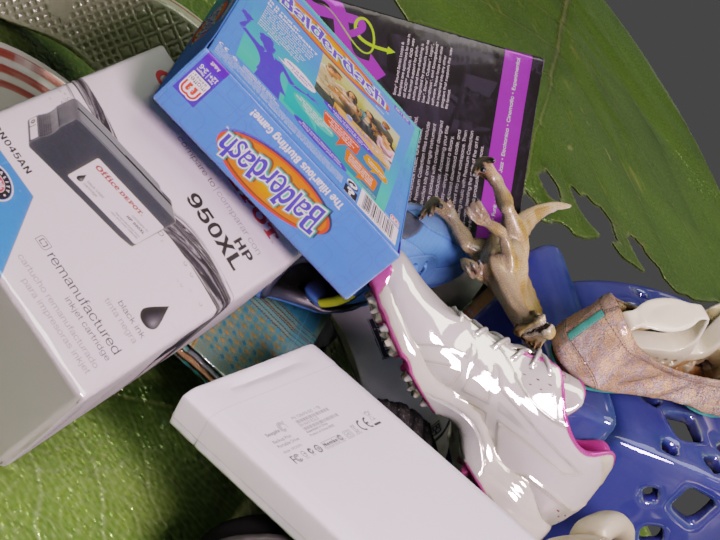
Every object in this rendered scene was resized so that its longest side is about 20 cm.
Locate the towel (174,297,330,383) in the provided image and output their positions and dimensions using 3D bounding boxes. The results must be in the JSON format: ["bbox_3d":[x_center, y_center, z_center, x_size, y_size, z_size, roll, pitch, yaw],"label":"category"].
[{"bbox_3d":[-0.106,-0.010,0.966,0.200,0.022,0.147,45,32,-11],"label":"towel"}]

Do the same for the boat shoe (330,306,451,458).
[{"bbox_3d":[0.022,0.047,1.082,0.066,0.071,0.201,75,-6,-48],"label":"boat shoe"}]

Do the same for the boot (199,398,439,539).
[{"bbox_3d":[-0.024,0.138,0.896,0.210,0.080,0.158,14,30,-34],"label":"boot"}]

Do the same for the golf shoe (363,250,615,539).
[{"bbox_3d":[0.075,0.062,0.944,0.201,0.091,0.075,58,4,-13],"label":"golf shoe"}]

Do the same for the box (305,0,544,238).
[{"bbox_3d":[0.020,-0.094,1.073,0.198,0.145,0.036,13,-7,-23],"label":"box"}]

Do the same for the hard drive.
[{"bbox_3d":[0.010,0.121,0.838,0.200,0.027,0.132,40,25,18],"label":"hard drive"}]

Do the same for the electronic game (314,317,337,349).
[{"bbox_3d":[-0.075,-0.034,1.112,0.200,0.041,0.201,49,22,-28],"label":"electronic game"}]

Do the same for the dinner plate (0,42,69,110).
[{"bbox_3d":[-0.189,-0.055,0.956,0.200,0.024,0.201,41,24,-22],"label":"dinner plate"}]

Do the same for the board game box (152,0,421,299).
[{"bbox_3d":[-0.034,-0.089,0.929,0.152,0.045,0.200,47,21,-14],"label":"board game box"}]

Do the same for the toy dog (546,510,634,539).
[{"bbox_3d":[0.140,0.264,0.951,0.201,0.138,0.195,61,27,-32],"label":"toy dog"}]

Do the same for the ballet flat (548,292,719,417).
[{"bbox_3d":[0.204,0.050,1.006,0.199,0.067,0.068,7,43,-43],"label":"ballet flat"}]

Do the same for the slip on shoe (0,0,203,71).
[{"bbox_3d":[-0.166,-0.164,1.062,0.199,0.075,0.061,27,18,-2],"label":"slip on shoe"}]

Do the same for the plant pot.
[{"bbox_3d":[0.137,0.118,1.096,0.179,0.200,0.201,28,31,-29],"label":"plant pot"}]

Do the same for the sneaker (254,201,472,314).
[{"bbox_3d":[0.000,0.000,0.995,0.199,0.066,0.079,6,41,-40],"label":"sneaker"}]

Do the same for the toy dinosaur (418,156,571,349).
[{"bbox_3d":[0.089,-0.016,1.022,0.101,0.058,0.200,52,22,-18],"label":"toy dinosaur"}]

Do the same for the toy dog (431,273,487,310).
[{"bbox_3d":[0.048,0.005,1.200,0.131,0.097,0.200,35,-7,4],"label":"toy dog"}]

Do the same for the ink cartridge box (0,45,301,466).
[{"bbox_3d":[-0.142,-0.016,0.836,0.145,0.084,0.200,54,38,0],"label":"ink cartridge box"}]
